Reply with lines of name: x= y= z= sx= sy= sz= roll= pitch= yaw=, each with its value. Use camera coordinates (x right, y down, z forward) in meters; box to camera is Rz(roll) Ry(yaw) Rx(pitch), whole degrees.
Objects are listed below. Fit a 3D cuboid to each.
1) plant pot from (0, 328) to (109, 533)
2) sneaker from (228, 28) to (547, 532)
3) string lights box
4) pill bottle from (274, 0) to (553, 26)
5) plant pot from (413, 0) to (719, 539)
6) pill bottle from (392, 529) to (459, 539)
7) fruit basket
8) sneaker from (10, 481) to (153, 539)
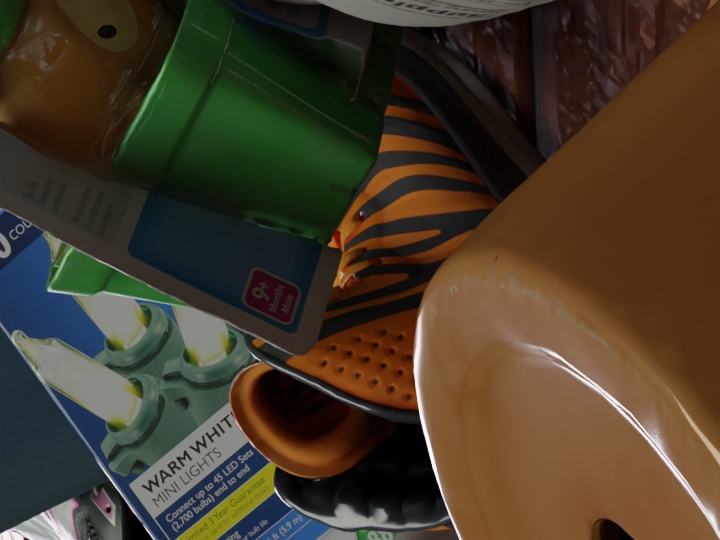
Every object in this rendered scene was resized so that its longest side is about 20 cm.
plant pot: x=-0.153 y=0.015 z=1.017 sx=0.200 sy=0.196 sz=0.201 roll=51 pitch=160 yaw=26
sneaker: x=0.000 y=0.000 z=0.778 sx=0.200 sy=0.112 sz=0.078 roll=38 pitch=149 yaw=48
string lights box: x=-0.046 y=0.018 z=0.887 sx=0.200 sy=0.103 sz=0.059 roll=52 pitch=-167 yaw=9
pill bottle: x=0.023 y=-0.111 z=0.586 sx=0.115 sy=0.114 sz=0.200 roll=65 pitch=159 yaw=-9
plant pot: x=0.104 y=0.027 z=0.539 sx=0.200 sy=0.140 sz=0.200 roll=48 pitch=155 yaw=32
pill bottle: x=0.049 y=0.155 z=0.864 sx=0.109 sy=0.108 sz=0.200 roll=50 pitch=156 yaw=27
fruit basket: x=-0.084 y=-0.080 z=0.711 sx=0.200 sy=0.186 sz=0.094 roll=31 pitch=124 yaw=-13
sneaker: x=-0.108 y=0.094 z=1.221 sx=0.200 sy=0.080 sz=0.086 roll=50 pitch=145 yaw=9
